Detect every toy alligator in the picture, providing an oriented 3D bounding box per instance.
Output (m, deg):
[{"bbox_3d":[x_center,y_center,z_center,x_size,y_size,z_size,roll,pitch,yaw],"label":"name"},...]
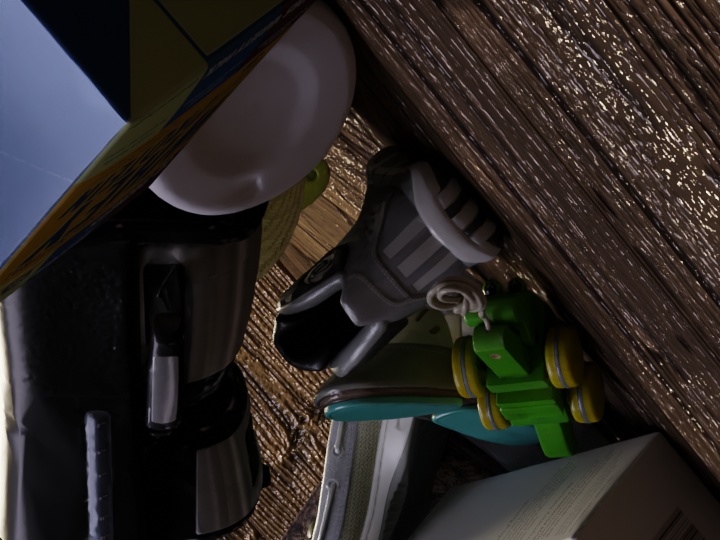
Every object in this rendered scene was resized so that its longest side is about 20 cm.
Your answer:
[{"bbox_3d":[0.074,0.030,1.364,0.200,0.059,0.054,54,-146,-56],"label":"toy alligator"}]

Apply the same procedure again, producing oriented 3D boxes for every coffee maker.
[{"bbox_3d":[-0.138,0.026,1.363,0.191,0.135,0.201,15,127,14],"label":"coffee maker"}]

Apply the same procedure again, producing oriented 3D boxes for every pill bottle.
[{"bbox_3d":[-0.098,-0.122,1.303,0.200,0.113,0.113,46,176,43],"label":"pill bottle"}]

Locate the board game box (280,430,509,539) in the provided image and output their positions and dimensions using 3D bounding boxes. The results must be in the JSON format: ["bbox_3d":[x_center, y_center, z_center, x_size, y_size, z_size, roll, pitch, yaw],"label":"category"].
[{"bbox_3d":[0.062,0.173,1.623,0.200,0.160,0.097,34,-159,3],"label":"board game box"}]

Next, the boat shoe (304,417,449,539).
[{"bbox_3d":[-0.002,0.123,1.537,0.065,0.203,0.074,22,-160,21],"label":"boat shoe"}]

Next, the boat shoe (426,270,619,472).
[{"bbox_3d":[0.081,0.075,1.571,0.200,0.072,0.071,50,-177,27],"label":"boat shoe"}]

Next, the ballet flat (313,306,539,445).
[{"bbox_3d":[0.039,0.050,1.445,0.200,0.067,0.064,13,-112,-54],"label":"ballet flat"}]

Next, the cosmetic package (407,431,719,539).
[{"bbox_3d":[0.107,0.161,1.453,0.108,0.085,0.200,48,148,-10],"label":"cosmetic package"}]

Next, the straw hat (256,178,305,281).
[{"bbox_3d":[-0.064,-0.089,1.430,0.085,0.201,0.201,-17,124,38],"label":"straw hat"}]

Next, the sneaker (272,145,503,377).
[{"bbox_3d":[0.000,0.000,1.396,0.075,0.115,0.200,48,176,-2],"label":"sneaker"}]

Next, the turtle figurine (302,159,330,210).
[{"bbox_3d":[-0.069,-0.079,1.733,0.161,0.064,0.201,-152,53,-65],"label":"turtle figurine"}]

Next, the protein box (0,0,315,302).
[{"bbox_3d":[-0.148,-0.117,1.104,0.199,0.135,0.200,49,143,1],"label":"protein box"}]
